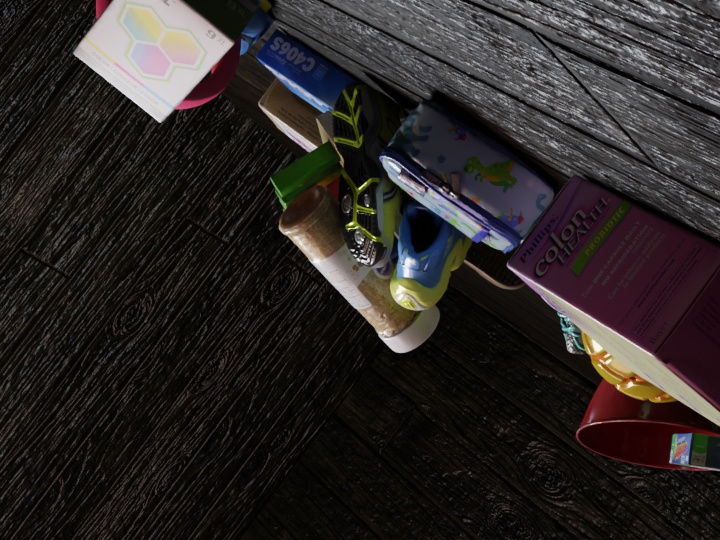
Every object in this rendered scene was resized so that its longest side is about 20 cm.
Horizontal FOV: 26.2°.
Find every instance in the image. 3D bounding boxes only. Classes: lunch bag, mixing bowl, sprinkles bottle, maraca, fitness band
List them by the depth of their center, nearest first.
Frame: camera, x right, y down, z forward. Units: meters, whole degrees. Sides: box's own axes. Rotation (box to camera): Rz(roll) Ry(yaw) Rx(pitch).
[{"bbox_3d":[0.101,-0.084,1.460,0.161,0.083,0.200,34,180,1],"label":"lunch bag"},{"bbox_3d":[-0.186,-0.249,1.500,0.143,0.200,0.037,9,155,-33],"label":"fitness band"},{"bbox_3d":[0.291,0.080,1.510,0.200,0.107,0.137,37,-179,-36],"label":"maraca"},{"bbox_3d":[0.000,0.000,1.638,0.200,0.068,0.068,47,175,-25],"label":"sprinkles bottle"},{"bbox_3d":[0.351,0.150,1.755,0.200,0.109,0.200,10,161,3],"label":"mixing bowl"}]

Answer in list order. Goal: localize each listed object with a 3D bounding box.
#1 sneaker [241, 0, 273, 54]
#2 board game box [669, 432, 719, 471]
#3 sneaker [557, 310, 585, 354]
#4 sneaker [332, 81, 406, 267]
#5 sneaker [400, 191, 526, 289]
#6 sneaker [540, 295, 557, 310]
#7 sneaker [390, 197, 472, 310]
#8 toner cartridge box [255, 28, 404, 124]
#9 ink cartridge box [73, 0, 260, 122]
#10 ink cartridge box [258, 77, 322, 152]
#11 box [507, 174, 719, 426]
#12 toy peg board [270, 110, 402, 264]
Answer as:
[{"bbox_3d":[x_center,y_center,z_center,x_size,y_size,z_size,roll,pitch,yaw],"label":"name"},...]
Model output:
[{"bbox_3d":[-0.138,-0.263,1.658,0.066,0.079,0.200,35,-179,-5],"label":"sneaker"},{"bbox_3d":[0.430,0.199,1.600,0.200,0.035,0.135,8,174,5],"label":"board game box"},{"bbox_3d":[0.262,0.052,1.805,0.200,0.091,0.078,37,178,-16],"label":"sneaker"},{"bbox_3d":[0.022,-0.098,1.585,0.076,0.200,0.075,10,157,-31],"label":"sneaker"},{"bbox_3d":[0.110,-0.048,1.764,0.200,0.070,0.076,42,-177,1],"label":"sneaker"},{"bbox_3d":[0.248,0.025,1.701,0.200,0.074,0.081,39,-178,-20],"label":"sneaker"},{"bbox_3d":[0.086,-0.057,1.615,0.076,0.200,0.105,13,144,8],"label":"sneaker"},{"bbox_3d":[-0.021,-0.193,1.741,0.200,0.043,0.095,36,180,32],"label":"toner cartridge box"},{"bbox_3d":[-0.161,-0.225,1.359,0.104,0.059,0.200,38,139,-14],"label":"ink cartridge box"},{"bbox_3d":[-0.026,-0.174,2.029,0.200,0.075,0.165,36,178,8],"label":"ink cartridge box"},{"bbox_3d":[0.247,0.034,1.220,0.176,0.097,0.200,37,179,-34],"label":"box"},{"bbox_3d":[-0.015,-0.051,1.774,0.199,0.098,0.200,56,176,12],"label":"toy peg board"}]
